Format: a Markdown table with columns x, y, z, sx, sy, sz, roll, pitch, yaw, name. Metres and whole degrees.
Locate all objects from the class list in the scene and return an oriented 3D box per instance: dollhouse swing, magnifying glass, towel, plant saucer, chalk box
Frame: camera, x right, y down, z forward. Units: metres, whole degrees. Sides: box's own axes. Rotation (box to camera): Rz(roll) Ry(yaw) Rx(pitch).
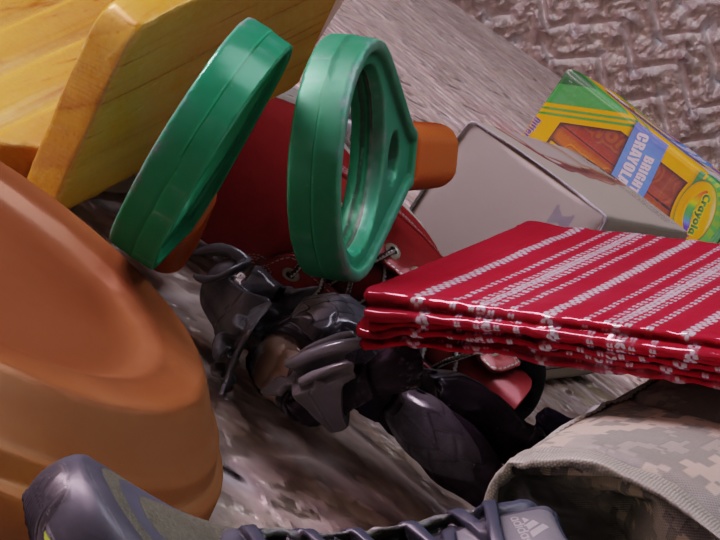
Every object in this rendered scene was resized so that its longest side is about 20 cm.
| x | y | z | sx | sy | sz | roll | pitch | yaw | name |
| --- | --- | --- | --- | --- | --- | --- | --- | --- | --- |
| -0.110 | -0.165 | 0.655 | 0.199 | 0.177 | 0.181 | 36 | 44 | 21 | dollhouse swing |
| 0.009 | -0.041 | 0.686 | 0.022 | 0.080 | 0.200 | 6 | 5 | 11 | magnifying glass |
| 0.114 | 0.014 | 0.611 | 0.199 | 0.023 | 0.144 | 8 | 15 | 27 | towel |
| -0.057 | -0.029 | 0.627 | 0.022 | 0.080 | 0.200 | 32 | -13 | -1 | magnifying glass |
| -0.116 | 0.003 | 0.521 | 0.199 | 0.038 | 0.200 | 34 | 13 | -9 | plant saucer |
| 0.196 | -0.022 | 1.277 | 0.200 | 0.125 | 0.124 | 40 | 12 | 23 | chalk box |

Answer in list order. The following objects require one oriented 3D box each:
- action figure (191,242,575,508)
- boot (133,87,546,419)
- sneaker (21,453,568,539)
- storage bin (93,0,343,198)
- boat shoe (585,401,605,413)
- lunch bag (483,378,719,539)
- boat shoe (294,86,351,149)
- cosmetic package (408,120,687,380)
| x | y | z | sx | sy | sz | roll | pitch | yaw | name |
| --- | --- | --- | --- | --- | --- | --- | --- | --- | --- |
| 0.023 | 0.046 | 0.674 | 0.199 | 0.070 | 0.130 | 33 | 23 | 6 | action figure |
| 0.000 | 0.000 | 0.768 | 0.200 | 0.072 | 0.144 | 32 | 13 | -51 | boot |
| 0.010 | 0.084 | 0.456 | 0.199 | 0.081 | 0.074 | 29 | 13 | -30 | sneaker |
| -0.105 | -0.162 | 0.798 | 0.200 | 0.199 | 0.094 | 41 | 17 | 21 | storage bin |
| 0.168 | 0.088 | 0.832 | 0.072 | 0.066 | 0.200 | 43 | -7 | -24 | boat shoe |
| 0.143 | 0.107 | 0.568 | 0.200 | 0.118 | 0.164 | 42 | 35 | 22 | lunch bag |
| -0.085 | -0.098 | 0.922 | 0.201 | 0.065 | 0.074 | 35 | 12 | -7 | boat shoe |
| 0.091 | -0.007 | 0.984 | 0.087 | 0.104 | 0.200 | 37 | 10 | 17 | cosmetic package |
